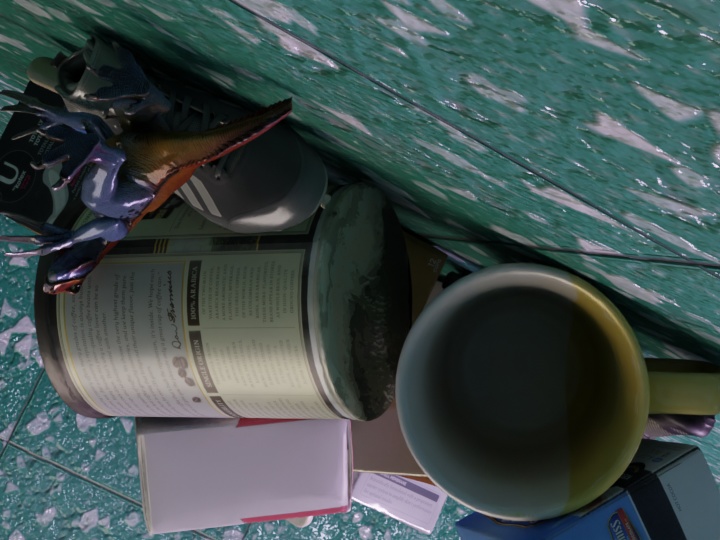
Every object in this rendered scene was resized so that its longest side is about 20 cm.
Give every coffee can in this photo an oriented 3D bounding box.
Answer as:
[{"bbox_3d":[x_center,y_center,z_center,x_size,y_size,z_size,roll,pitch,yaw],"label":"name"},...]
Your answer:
[{"bbox_3d":[-0.084,0.022,1.048,0.198,0.148,0.146,-1,164,24],"label":"coffee can"}]

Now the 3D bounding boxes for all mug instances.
[{"bbox_3d":[0.116,0.079,1.035,0.186,0.150,0.153,33,-176,4],"label":"mug"}]

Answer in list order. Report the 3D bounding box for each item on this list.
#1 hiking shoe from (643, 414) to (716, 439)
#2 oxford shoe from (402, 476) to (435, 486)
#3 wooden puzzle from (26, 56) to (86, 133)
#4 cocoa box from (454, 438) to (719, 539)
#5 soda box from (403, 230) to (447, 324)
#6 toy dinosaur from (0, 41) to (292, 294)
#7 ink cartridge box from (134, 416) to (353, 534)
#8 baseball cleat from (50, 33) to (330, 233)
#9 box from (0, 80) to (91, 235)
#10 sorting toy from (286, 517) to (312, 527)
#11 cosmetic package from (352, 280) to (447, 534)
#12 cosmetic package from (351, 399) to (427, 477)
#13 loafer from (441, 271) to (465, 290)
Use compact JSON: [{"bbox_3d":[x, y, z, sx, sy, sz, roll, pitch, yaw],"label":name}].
[{"bbox_3d":[0.182,0.133,1.300,0.198,0.102,0.076,0,171,29],"label":"hiking shoe"},{"bbox_3d":[0.097,0.164,1.273,0.198,0.071,0.072,8,121,38],"label":"oxford shoe"},{"bbox_3d":[-0.117,-0.075,1.151,0.184,0.047,0.200,24,179,34],"label":"wooden puzzle"},{"bbox_3d":[0.170,0.223,1.032,0.202,0.130,0.133,65,165,-6],"label":"cocoa box"},{"bbox_3d":[0.000,0.000,1.271,0.064,0.068,0.200,27,176,-14],"label":"soda box"},{"bbox_3d":[-0.134,-0.035,0.917,0.198,0.106,0.182,16,157,12],"label":"toy dinosaur"},{"bbox_3d":[-0.091,0.098,1.191,0.146,0.087,0.200,-6,-158,-7],"label":"ink cartridge box"},{"bbox_3d":[-0.111,-0.080,0.960,0.199,0.070,0.106,23,174,38],"label":"baseball cleat"},{"bbox_3d":[-0.222,-0.069,1.462,0.199,0.123,0.106,25,175,29],"label":"box"},{"bbox_3d":[-0.055,0.111,1.376,0.107,0.200,0.180,26,-161,-51],"label":"sorting toy"},{"bbox_3d":[0.008,0.095,1.481,0.123,0.202,0.199,30,174,-42],"label":"cosmetic package"},{"bbox_3d":[0.080,0.097,1.195,0.198,0.107,0.071,-2,-179,31],"label":"cosmetic package"},{"bbox_3d":[0.100,0.054,1.337,0.071,0.063,0.200,24,175,26],"label":"loafer"}]
